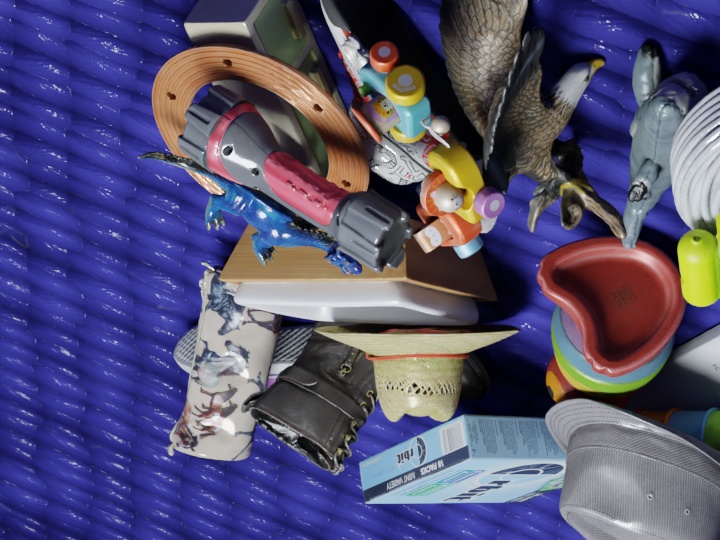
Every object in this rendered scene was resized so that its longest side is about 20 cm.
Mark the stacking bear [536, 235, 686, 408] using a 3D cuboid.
[{"bbox_3d":[0.211,0.064,1.715,0.122,0.113,0.200,59,164,23],"label":"stacking bear"}]

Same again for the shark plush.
[{"bbox_3d":[0.220,-0.091,1.540,0.090,0.084,0.200,30,144,-1],"label":"shark plush"}]

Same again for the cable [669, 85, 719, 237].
[{"bbox_3d":[0.327,-0.076,1.450,0.199,0.070,0.199,-26,139,34],"label":"cable"}]

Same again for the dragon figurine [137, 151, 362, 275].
[{"bbox_3d":[-0.080,-0.063,1.642,0.200,0.059,0.099,39,143,-14],"label":"dragon figurine"}]

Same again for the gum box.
[{"bbox_3d":[0.128,0.179,1.868,0.199,0.045,0.170,5,158,-34],"label":"gum box"}]

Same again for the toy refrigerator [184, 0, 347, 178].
[{"bbox_3d":[-0.068,-0.153,1.672,0.069,0.076,0.201,3,136,32],"label":"toy refrigerator"}]

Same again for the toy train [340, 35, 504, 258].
[{"bbox_3d":[0.037,-0.084,1.528,0.201,0.055,0.150,57,165,-16],"label":"toy train"}]

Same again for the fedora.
[{"bbox_3d":[0.242,0.198,1.726,0.199,0.091,0.177,26,157,-10],"label":"fedora"}]

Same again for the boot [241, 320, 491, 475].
[{"bbox_3d":[0.007,0.122,1.864,0.199,0.175,0.069,24,144,8],"label":"boot"}]

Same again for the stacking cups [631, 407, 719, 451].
[{"bbox_3d":[0.296,0.152,1.752,0.199,0.061,0.061,-5,132,38],"label":"stacking cups"}]

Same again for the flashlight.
[{"bbox_3d":[-0.051,-0.073,1.564,0.199,0.068,0.068,32,116,24],"label":"flashlight"}]

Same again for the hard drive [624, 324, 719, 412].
[{"bbox_3d":[0.325,0.115,1.763,0.132,0.026,0.200,39,143,-12],"label":"hard drive"}]

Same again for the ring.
[{"bbox_3d":[-0.082,-0.113,1.651,0.199,0.019,0.201,19,142,16],"label":"ring"}]

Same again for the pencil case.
[{"bbox_3d":[-0.130,0.090,1.918,0.089,0.202,0.078,13,-172,1],"label":"pencil case"}]

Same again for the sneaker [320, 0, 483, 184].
[{"bbox_3d":[0.009,-0.150,1.630,0.107,0.068,0.201,-20,124,44],"label":"sneaker"}]

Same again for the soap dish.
[{"bbox_3d":[0.000,0.000,1.755,0.199,0.082,0.157,-1,172,34],"label":"soap dish"}]

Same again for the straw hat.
[{"bbox_3d":[0.051,0.093,1.779,0.200,0.200,0.086,-1,91,35],"label":"straw hat"}]

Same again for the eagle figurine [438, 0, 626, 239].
[{"bbox_3d":[0.123,-0.128,1.535,0.151,0.152,0.200,7,150,44],"label":"eagle figurine"}]

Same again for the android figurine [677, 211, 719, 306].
[{"bbox_3d":[0.323,-0.011,1.448,0.180,0.041,0.200,-7,147,11],"label":"android figurine"}]

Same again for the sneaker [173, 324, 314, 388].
[{"bbox_3d":[-0.091,0.112,2.011,0.199,0.073,0.115,5,140,30],"label":"sneaker"}]
